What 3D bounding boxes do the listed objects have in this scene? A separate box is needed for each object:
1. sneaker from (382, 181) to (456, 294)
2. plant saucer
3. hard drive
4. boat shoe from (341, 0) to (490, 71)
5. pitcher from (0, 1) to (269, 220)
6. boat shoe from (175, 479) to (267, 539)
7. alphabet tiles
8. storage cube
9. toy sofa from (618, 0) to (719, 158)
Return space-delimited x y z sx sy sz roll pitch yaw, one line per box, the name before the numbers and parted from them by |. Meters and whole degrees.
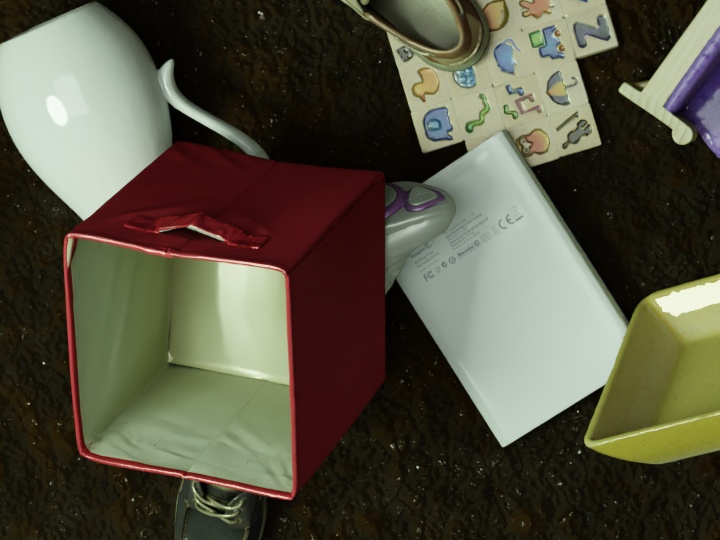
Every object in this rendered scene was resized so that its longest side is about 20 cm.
sneaker | 0.000 0.000 1.681 0.199 0.075 0.100 -27 109 32
plant saucer | 0.273 0.063 1.569 0.199 0.200 0.049 -17 113 29
hard drive | 0.108 0.014 1.687 0.132 0.025 0.201 -33 88 17
boat shoe | 0.012 -0.224 1.659 0.200 0.072 0.076 36 100 6
pitcher | -0.172 -0.106 1.694 0.171 0.121 0.201 -24 100 4
boat shoe | -0.108 0.158 1.720 0.074 0.073 0.201 11 97 10
alphabet tiles | 0.106 -0.176 1.686 0.166 0.008 0.201 -17 92 11
storage cube | -0.090 0.031 1.579 0.170 0.180 0.201 9 118 20
toy sofa | 0.281 -0.180 1.615 0.097 0.083 0.200 36 100 7
